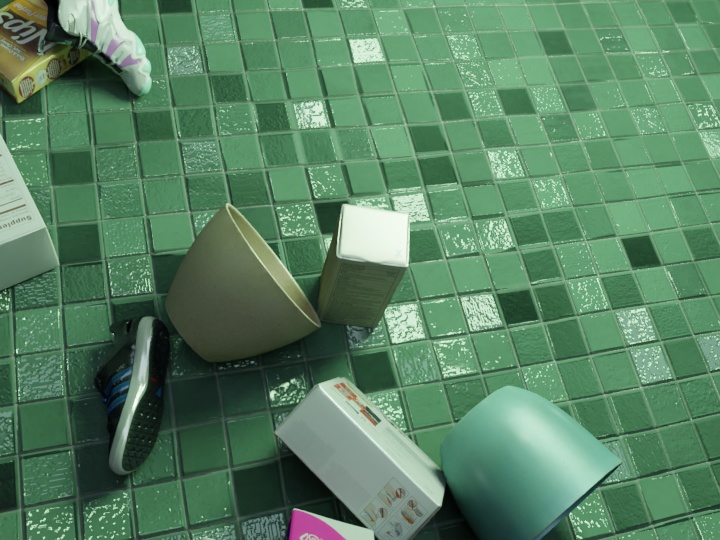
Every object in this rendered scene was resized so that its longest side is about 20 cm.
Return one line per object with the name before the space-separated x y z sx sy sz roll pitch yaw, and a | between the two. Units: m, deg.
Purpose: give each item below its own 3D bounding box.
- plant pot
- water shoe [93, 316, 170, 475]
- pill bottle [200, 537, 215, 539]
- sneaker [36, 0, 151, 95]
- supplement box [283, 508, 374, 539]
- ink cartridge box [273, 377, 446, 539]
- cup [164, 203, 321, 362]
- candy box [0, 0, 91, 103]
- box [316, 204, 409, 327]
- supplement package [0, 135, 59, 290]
plant pot | 0.196 0.246 0.962 0.200 0.201 0.161 -31 64 -24
water shoe | -0.295 0.157 0.970 0.078 0.072 0.201 -2 63 17
pill bottle | -0.181 0.406 0.836 0.112 0.113 0.201 25 61 0
sneaker | -0.405 -0.335 1.129 0.140 0.077 0.201 -35 109 -32
supplement box | -0.057 0.381 0.830 0.103 0.101 0.201 18 96 -4
ink cartridge box | 0.009 0.233 0.964 0.200 0.176 0.084 43 94 10
cup | -0.167 0.035 0.995 0.143 0.200 0.201 -37 75 1
candy box | -0.487 -0.358 1.171 0.115 0.055 0.200 40 62 6
box | 0.000 0.000 1.026 0.094 0.200 0.078 9 62 -8
supplement package | -0.495 -0.087 1.002 0.117 0.117 0.201 -25 73 -23
